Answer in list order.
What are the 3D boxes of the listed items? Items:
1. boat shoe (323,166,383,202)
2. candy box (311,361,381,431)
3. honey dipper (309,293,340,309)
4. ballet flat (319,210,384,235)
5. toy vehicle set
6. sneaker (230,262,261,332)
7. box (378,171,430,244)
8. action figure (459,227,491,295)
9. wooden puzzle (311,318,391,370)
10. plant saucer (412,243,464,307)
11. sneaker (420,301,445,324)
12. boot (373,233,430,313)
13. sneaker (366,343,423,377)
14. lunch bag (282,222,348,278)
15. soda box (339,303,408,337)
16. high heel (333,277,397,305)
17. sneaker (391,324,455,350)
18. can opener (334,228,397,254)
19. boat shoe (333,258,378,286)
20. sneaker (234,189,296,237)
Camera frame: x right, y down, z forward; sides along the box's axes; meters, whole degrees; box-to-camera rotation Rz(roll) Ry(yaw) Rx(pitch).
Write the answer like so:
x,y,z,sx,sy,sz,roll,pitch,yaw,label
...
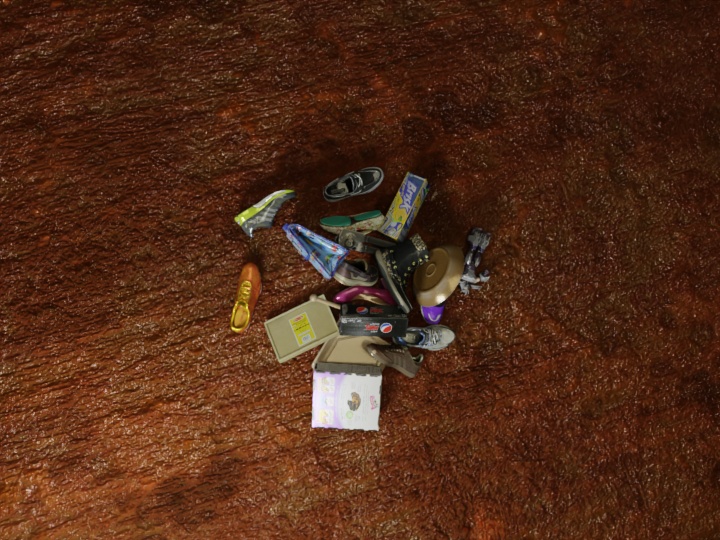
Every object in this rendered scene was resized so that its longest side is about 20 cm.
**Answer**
x,y,z,sx,sy,sz,roll,pitch,yaw,label
-0.019,-0.262,1.619,0.195,0.068,0.074,-18,89,-7,boat shoe
-0.039,0.361,1.552,0.194,0.072,0.173,4,101,0,candy box
-0.060,0.109,1.577,0.196,0.038,0.039,20,84,-25,honey dipper
-0.023,-0.131,1.615,0.194,0.076,0.065,-8,121,-1,ballet flat
-0.170,0.169,1.575,0.196,0.027,0.127,-24,71,-4,toy vehicle set
-0.328,0.079,1.562,0.071,0.077,0.206,8,84,-4,sneaker
0.133,-0.186,1.623,0.069,0.064,0.204,24,83,24,box
0.338,-0.024,1.642,0.127,0.069,0.206,16,88,-29,action figure
-0.021,0.258,1.610,0.198,0.037,0.188,34,83,-8,wooden puzzle
0.214,0.005,1.567,0.035,0.199,0.204,31,84,-29,plant saucer
0.230,0.059,1.611,0.068,0.099,0.206,10,84,-10,sneaker
0.141,0.002,1.553,0.151,0.074,0.207,-26,69,-4,boot
0.103,0.242,1.579,0.198,0.070,0.076,31,98,-33,sneaker
-0.139,-0.073,1.553,0.198,0.151,0.095,38,84,-3,lunch bag
0.036,0.144,1.551,0.194,0.064,0.072,3,122,-5,soda box
0.020,0.088,1.602,0.195,0.068,0.099,-16,78,-10,high heel
0.193,0.202,1.609,0.194,0.085,0.080,-1,87,-7,sneaker
0.016,-0.079,1.615,0.195,0.066,0.055,13,89,-26,can opener
0.000,0.000,1.530,0.072,0.198,0.066,39,112,27,boat shoe
-0.270,-0.173,1.592,0.197,0.074,0.082,-32,100,-1,sneaker
